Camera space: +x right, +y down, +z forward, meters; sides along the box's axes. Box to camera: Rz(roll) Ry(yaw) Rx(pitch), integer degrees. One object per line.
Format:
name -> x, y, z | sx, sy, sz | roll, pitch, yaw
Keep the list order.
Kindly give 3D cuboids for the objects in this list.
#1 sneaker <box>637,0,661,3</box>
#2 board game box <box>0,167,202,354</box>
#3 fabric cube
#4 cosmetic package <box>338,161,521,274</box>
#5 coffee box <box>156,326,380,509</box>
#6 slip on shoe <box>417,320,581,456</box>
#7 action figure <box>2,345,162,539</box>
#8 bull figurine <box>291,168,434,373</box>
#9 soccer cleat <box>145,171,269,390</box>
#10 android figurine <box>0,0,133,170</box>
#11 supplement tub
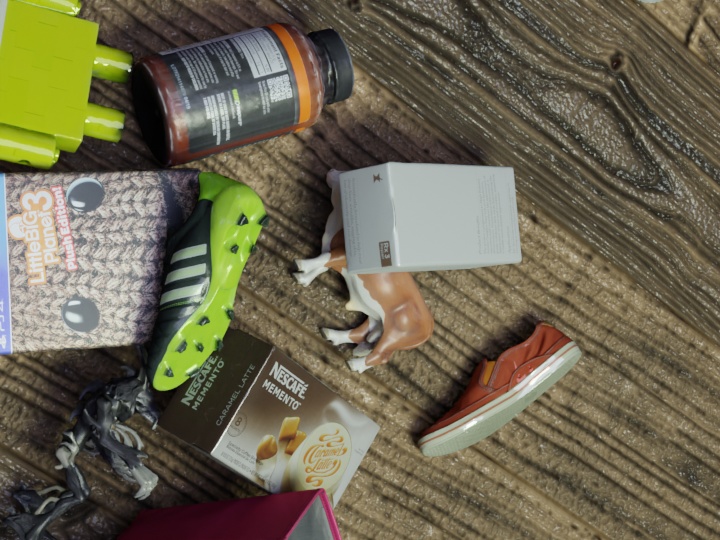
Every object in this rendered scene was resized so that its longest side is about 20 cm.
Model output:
sneaker -> 0.372, -0.344, 1.631 | 0.199, 0.087, 0.075 | -24, 103, -18
board game box -> -0.250, -0.012, 1.388 | 0.199, 0.097, 0.161 | -4, 94, -22
fabric cube -> -0.126, 0.331, 1.352 | 0.198, 0.200, 0.198 | -10, 105, 23
cosmetic package -> 0.071, -0.051, 1.484 | 0.199, 0.074, 0.103 | -1, 84, -47
coffee box -> -0.082, 0.146, 1.427 | 0.115, 0.079, 0.200 | -59, 140, -11
slip on shoe -> 0.137, 0.124, 1.575 | 0.200, 0.074, 0.061 | -37, 70, -10
action figure -> -0.236, 0.169, 1.397 | 0.102, 0.119, 0.200 | 38, 88, -9
bull figurine -> 0.000, 0.000, 1.509 | 0.121, 0.065, 0.201 | -31, 101, -14
soccer cleat -> -0.147, 0.010, 1.347 | 0.067, 0.081, 0.201 | 8, 110, -53
android figurine -> -0.306, -0.181, 1.369 | 0.199, 0.041, 0.183 | 15, 67, -22
supplement tub -> -0.108, -0.171, 1.434 | 0.199, 0.107, 0.108 | -17, 99, -22
